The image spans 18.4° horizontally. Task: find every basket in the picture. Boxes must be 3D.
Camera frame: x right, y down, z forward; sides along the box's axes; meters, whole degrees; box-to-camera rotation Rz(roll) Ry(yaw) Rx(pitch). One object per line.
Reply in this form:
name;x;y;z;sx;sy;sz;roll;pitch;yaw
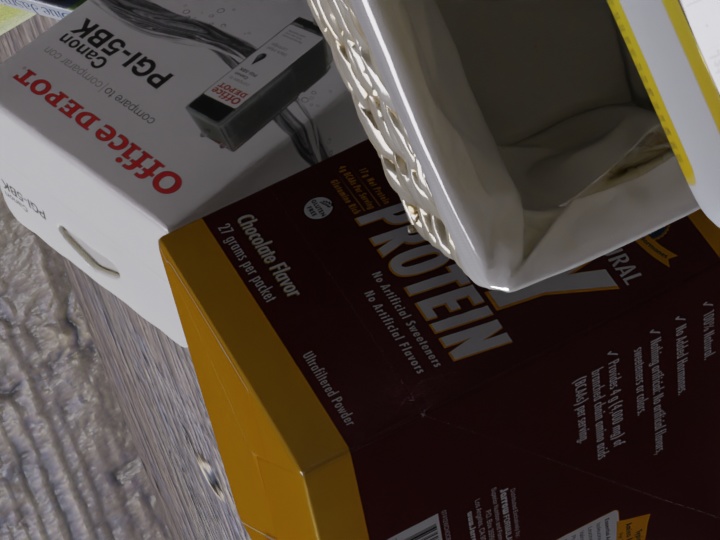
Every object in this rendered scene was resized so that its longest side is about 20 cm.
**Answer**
basket;0.051;-0.112;0.759;0.201;0.135;0.123;67;171;-11

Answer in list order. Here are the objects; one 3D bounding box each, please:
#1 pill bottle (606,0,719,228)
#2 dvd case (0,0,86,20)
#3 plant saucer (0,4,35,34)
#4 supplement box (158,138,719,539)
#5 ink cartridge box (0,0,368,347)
pill bottle;0.122;-0.077;0.574;0.201;0.111;0.112;66;168;-4
dvd case;-0.139;-0.195;1.167;0.199;0.143;0.018;17;158;27
plant saucer;-0.173;-0.217;1.274;0.048;0.199;0.201;55;-170;-38
supplement box;0.048;0.049;0.913;0.133;0.199;0.198;54;164;39
ink cartridge box;-0.055;-0.080;1.021;0.146;0.200;0.083;34;152;32
